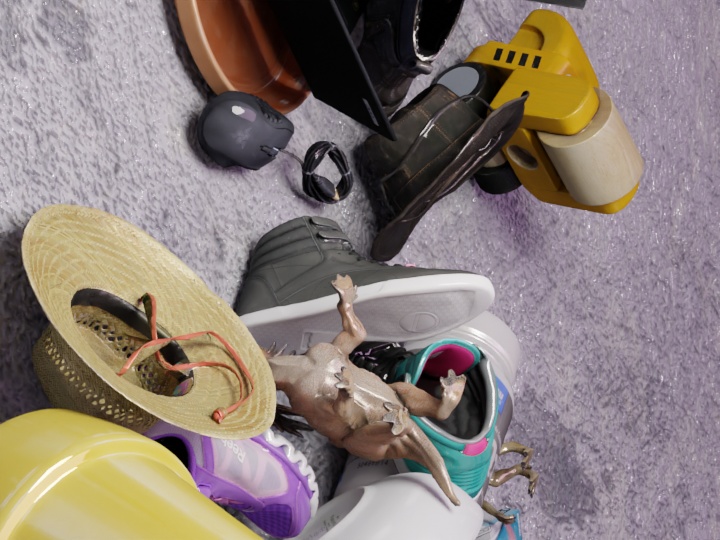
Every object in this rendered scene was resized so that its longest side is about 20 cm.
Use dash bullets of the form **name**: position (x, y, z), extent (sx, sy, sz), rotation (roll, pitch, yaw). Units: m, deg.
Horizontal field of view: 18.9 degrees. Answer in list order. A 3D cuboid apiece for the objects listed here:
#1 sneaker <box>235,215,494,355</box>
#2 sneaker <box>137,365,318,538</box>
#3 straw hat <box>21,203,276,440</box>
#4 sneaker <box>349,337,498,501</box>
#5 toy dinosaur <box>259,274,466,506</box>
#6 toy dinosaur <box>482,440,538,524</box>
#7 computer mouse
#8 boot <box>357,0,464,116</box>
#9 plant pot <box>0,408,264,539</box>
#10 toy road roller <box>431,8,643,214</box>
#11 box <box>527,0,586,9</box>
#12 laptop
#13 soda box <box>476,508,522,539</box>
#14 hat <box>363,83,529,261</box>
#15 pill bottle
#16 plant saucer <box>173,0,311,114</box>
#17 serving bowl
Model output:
- **sneaker**: position (0.000, 0.000, 1.575), extent (0.071, 0.199, 0.099), rotation (59, 27, -51)
- **sneaker**: position (-0.105, 0.131, 1.484), extent (0.200, 0.080, 0.089), rotation (53, 48, -36)
- **straw hat**: position (-0.156, 0.059, 1.371), extent (0.201, 0.085, 0.201), rotation (35, 26, -20)
- **sneaker**: position (0.034, 0.077, 1.611), extent (0.084, 0.121, 0.200), rotation (-27, 67, -32)
- **toy dinosaur**: position (-0.011, 0.097, 1.519), extent (0.200, 0.136, 0.086), rotation (38, 49, -4)
- **toy dinosaur**: position (0.096, 0.160, 1.813), extent (0.200, 0.101, 0.058), rotation (-54, 149, -50)
- **computer mouse**: position (-0.056, -0.084, 1.610), extent (0.059, 0.034, 0.200), rotation (-52, 147, 8)
- **boot**: position (0.049, -0.222, 1.711), extent (0.069, 0.174, 0.201), rotation (13, 70, -13)
- **plant pot**: position (-0.134, 0.198, 1.246), extent (0.201, 0.189, 0.201), rotation (-20, 117, -47)
- **toy road roller**: position (0.171, -0.149, 1.895), extent (0.146, 0.200, 0.123), rotation (-53, 134, -21)
- **box**: position (0.067, -0.279, 1.630), extent (0.200, 0.193, 0.048), rotation (-102, -155, -50)
- **laptop**: position (-0.018, -0.220, 1.593), extent (0.178, 0.103, 0.200), rotation (64, 35, -34)
- **soda box**: position (0.104, 0.305, 1.831), extent (0.064, 0.068, 0.201), rotation (-19, 103, -60)
- **hat**: position (0.050, -0.097, 1.758), extent (0.081, 0.201, 0.201), rotation (43, 33, 5)
- **pill bottle**: position (0.059, 0.129, 1.734), extent (0.114, 0.113, 0.200), rotation (61, 37, -37)
- **plant saucer**: position (-0.085, -0.214, 1.610), extent (0.200, 0.032, 0.201), rotation (12, 76, -60)
- **serving bowl**: position (-0.012, 0.206, 1.535), extent (0.066, 0.200, 0.200), rotation (53, 36, -7)
